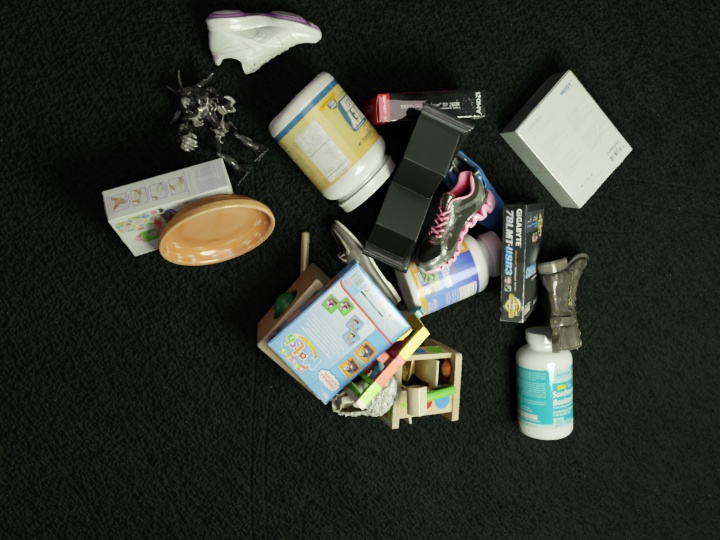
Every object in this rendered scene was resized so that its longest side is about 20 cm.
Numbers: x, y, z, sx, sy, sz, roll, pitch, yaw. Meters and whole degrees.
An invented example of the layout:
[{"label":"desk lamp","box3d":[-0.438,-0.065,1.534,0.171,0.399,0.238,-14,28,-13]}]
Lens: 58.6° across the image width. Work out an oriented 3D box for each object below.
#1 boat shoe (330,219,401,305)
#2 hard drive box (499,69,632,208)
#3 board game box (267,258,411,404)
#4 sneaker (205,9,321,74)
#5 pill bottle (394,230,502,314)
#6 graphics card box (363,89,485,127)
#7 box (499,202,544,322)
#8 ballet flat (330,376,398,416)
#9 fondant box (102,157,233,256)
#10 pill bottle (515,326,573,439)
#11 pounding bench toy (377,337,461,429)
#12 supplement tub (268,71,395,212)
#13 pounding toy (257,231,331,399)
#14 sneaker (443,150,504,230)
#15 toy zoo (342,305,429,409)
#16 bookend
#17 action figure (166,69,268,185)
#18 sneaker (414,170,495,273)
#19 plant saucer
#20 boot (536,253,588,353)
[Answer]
[{"label":"boat shoe","box3d":[0.000,0.000,1.184,0.057,0.067,0.201,-40,107,-8]},{"label":"hard drive box","box3d":[0.391,-0.247,1.222,0.156,0.077,0.200,-46,104,-3]},{"label":"board game box","box3d":[-0.035,0.105,1.077,0.199,0.037,0.152,-41,108,4]},{"label":"sneaker","box3d":[-0.165,-0.393,1.106,0.194,0.075,0.102,-3,117,-11]},{"label":"pill bottle","box3d":[0.170,0.000,1.194,0.196,0.112,0.115,-22,101,-7]},{"label":"graphics card box","box3d":[0.110,-0.285,1.137,0.194,0.125,0.052,-4,98,-10]},{"label":"box","box3d":[0.298,-0.022,1.179,0.048,0.199,0.205,2,97,24]},{"label":"ballet flat","box3d":[0.000,0.232,1.151,0.070,0.200,0.074,9,66,-22]},{"label":"fondant box","box3d":[-0.305,-0.103,1.065,0.195,0.145,0.059,-19,72,-9]},{"label":"pill bottle","box3d":[0.361,0.218,1.262,0.108,0.111,0.206,-6,99,-10]},{"label":"pounding bench toy","box3d":[0.117,0.209,1.156,0.152,0.199,0.128,0,98,-22]},{"label":"supplement tub","box3d":[-0.046,-0.218,1.104,0.145,0.145,0.201,-43,103,-3]},{"label":"pounding toy","box3d":[-0.086,0.077,1.156,0.200,0.142,0.184,42,96,-17]},{"label":"sneaker","box3d":[0.217,-0.148,1.202,0.066,0.078,0.200,-45,105,-4]},{"label":"toy zoo","box3d":[0.043,0.138,1.114,0.200,0.131,0.020,-47,111,-7]},{"label":"bookend","box3d":[0.092,-0.133,1.079,0.090,0.201,0.203,23,67,-2]},{"label":"action figure","box3d":[-0.250,-0.249,1.083,0.200,0.102,0.119,43,100,-15]},{"label":"sneaker","box3d":[0.152,-0.089,1.117,0.201,0.078,0.096,-52,135,-14]},{"label":"plant saucer","box3d":[-0.241,-0.070,1.073,0.195,0.201,0.038,-18,70,-9]},{"label":"boot","box3d":[0.391,0.063,1.218,0.198,0.068,0.179,-10,90,-50]}]
